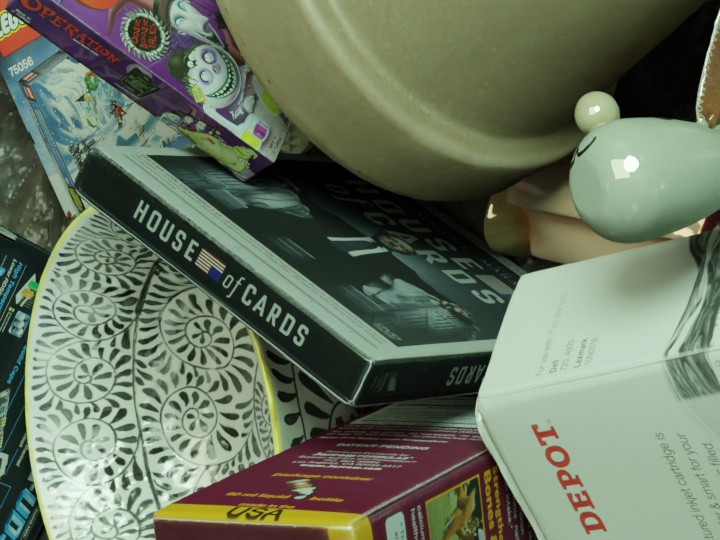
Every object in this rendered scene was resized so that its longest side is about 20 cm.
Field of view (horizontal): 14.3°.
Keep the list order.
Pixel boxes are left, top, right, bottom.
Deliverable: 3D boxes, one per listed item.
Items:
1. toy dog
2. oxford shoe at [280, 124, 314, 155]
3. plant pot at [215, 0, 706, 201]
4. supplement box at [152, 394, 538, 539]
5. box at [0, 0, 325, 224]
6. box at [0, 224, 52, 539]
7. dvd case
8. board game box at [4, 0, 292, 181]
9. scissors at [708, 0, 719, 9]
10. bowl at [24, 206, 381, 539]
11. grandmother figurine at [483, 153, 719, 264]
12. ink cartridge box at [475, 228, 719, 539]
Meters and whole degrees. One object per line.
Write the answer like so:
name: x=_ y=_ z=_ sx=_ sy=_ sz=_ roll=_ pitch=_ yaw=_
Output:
toy dog: x=0.149 y=-0.078 z=1.039 sx=0.132 sy=0.200 sz=0.096 roll=-43 pitch=69 yaw=30
oxford shoe: x=-0.068 y=-0.139 z=1.200 sx=0.075 sy=0.058 sz=0.200 roll=-24 pitch=103 yaw=34
plant pot: x=0.065 y=-0.146 z=1.086 sx=0.174 sy=0.200 sz=0.201 roll=-26 pitch=59 yaw=43
supplement box: x=0.014 y=0.119 z=1.077 sx=0.085 sy=0.200 sz=0.111 roll=1 pitch=101 yaw=29
box: x=-0.067 y=-0.101 z=1.262 sx=0.200 sy=0.040 sz=0.137 roll=-25 pitch=89 yaw=33
box: x=-0.194 y=0.073 z=1.255 sx=0.046 sy=0.159 sz=0.200 roll=23 pitch=86 yaw=37
dvd case: x=0.000 y=0.000 z=1.134 sx=0.150 sy=0.200 sz=0.025 roll=36 pitch=109 yaw=26
board game box: x=-0.051 y=-0.147 z=1.145 sx=0.032 sy=0.120 sz=0.200 roll=-35 pitch=28 yaw=54
scissors: x=0.207 y=-0.161 z=1.119 sx=0.200 sy=0.014 sz=0.073 roll=-40 pitch=36 yaw=23
bowl: x=-0.052 y=0.064 z=1.195 sx=0.201 sy=0.094 sz=0.201 roll=14 pitch=107 yaw=54
grandmother figurine: x=0.146 y=-0.017 z=1.151 sx=0.200 sy=0.061 sz=0.122 roll=10 pitch=87 yaw=35
ink cartridge box: x=0.163 y=0.058 z=1.051 sx=0.200 sy=0.146 sz=0.084 roll=-12 pitch=32 yaw=26
